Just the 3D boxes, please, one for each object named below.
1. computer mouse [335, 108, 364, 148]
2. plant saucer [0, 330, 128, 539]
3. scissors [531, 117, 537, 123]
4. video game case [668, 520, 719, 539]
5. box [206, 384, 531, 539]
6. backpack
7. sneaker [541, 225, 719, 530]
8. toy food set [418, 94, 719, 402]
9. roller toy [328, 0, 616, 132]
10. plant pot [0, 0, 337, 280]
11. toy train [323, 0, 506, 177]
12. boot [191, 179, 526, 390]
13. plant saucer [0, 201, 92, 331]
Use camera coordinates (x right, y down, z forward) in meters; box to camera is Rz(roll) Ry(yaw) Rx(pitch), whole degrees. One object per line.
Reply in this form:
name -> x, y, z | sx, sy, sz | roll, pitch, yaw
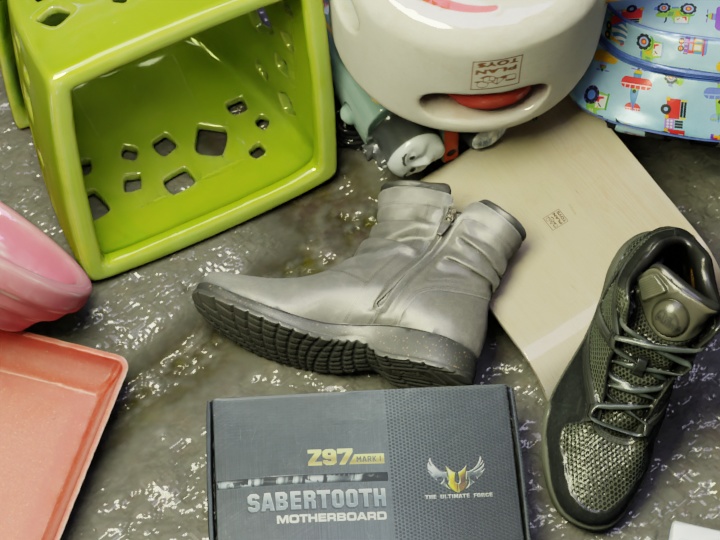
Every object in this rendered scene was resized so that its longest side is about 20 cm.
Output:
computer mouse -> 0.028, -0.181, 1.827 | 0.140, 0.046, 0.201 | -7, 55, -6
plant saucer -> -0.269, 0.121, 1.612 | 0.199, 0.037, 0.201 | 13, 55, 9
scissors -> 0.084, -0.168, 1.799 | 0.073, 0.014, 0.200 | 17, 35, -16
video game case -> 0.252, 0.264, 1.494 | 0.180, 0.045, 0.201 | 11, 67, 9
box -> 0.004, 0.152, 1.586 | 0.199, 0.051, 0.158 | -2, 53, -2
backpack -> 0.229, -0.172, 1.739 | 0.182, 0.135, 0.200 | 11, 33, 6
sneaker -> 0.169, 0.063, 1.589 | 0.076, 0.114, 0.200 | 22, 82, 0
toy food set -> 0.134, -0.018, 1.714 | 0.143, 0.060, 0.200 | -31, 59, -8
roller toy -> 0.073, -0.193, 1.639 | 0.200, 0.140, 0.183 | 34, 68, 14
plant pot -> -0.145, -0.147, 1.714 | 0.198, 0.200, 0.182 | -23, 52, -16
toy train -> 0.019, -0.154, 1.745 | 0.114, 0.085, 0.200 | -26, 67, -11
boot -> 0.000, 0.000, 1.668 | 0.199, 0.070, 0.132 | 15, 67, 8
plant saucer -> -0.269, -0.022, 1.642 | 0.200, 0.200, 0.051 | 35, 96, 22
